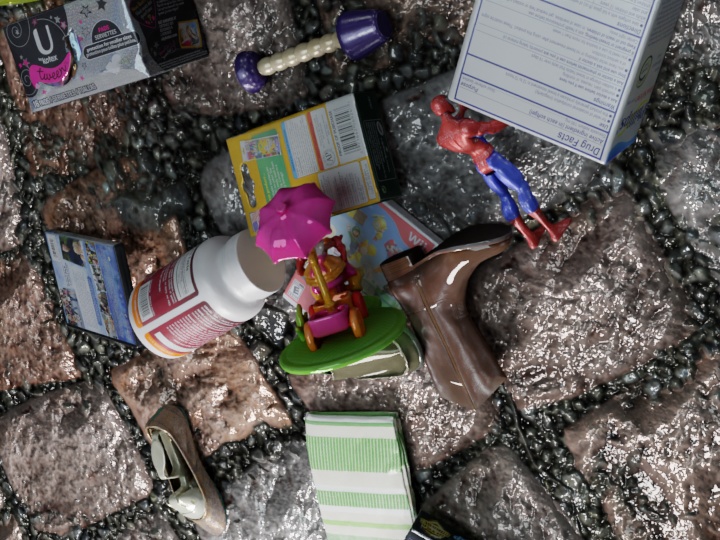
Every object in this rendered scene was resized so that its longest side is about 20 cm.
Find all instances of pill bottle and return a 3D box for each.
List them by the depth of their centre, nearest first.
[{"bbox_3d":[-0.192,0.026,1.588,0.199,0.113,0.114,-28,93,35],"label":"pill bottle"}]

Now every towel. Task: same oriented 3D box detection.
[{"bbox_3d":[0.005,0.276,1.619,0.151,0.023,0.202,-3,107,32],"label":"towel"}]

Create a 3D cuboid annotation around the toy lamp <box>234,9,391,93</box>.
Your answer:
[{"bbox_3d":[-0.053,-0.253,1.441,0.199,0.058,0.059,-13,101,36],"label":"toy lamp"}]

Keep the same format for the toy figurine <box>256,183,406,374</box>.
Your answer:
[{"bbox_3d":[-0.046,-0.011,1.400,0.149,0.200,0.186,-17,106,11],"label":"toy figurine"}]

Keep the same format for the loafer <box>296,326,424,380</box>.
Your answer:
[{"bbox_3d":[-0.010,0.105,1.504,0.199,0.070,0.076,-6,115,43],"label":"loafer"}]

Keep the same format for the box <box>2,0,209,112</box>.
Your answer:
[{"bbox_3d":[-0.312,-0.281,1.534,0.199,0.132,0.116,-11,104,32],"label":"box"}]

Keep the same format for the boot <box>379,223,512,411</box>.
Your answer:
[{"bbox_3d":[0.131,0.057,1.432,0.185,0.064,0.201,-16,103,42],"label":"boot"}]

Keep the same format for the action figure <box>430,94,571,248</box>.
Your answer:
[{"bbox_3d":[0.153,-0.128,1.356,0.200,0.099,0.065,44,146,-19],"label":"action figure"}]

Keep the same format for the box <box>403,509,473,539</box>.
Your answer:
[{"bbox_3d":[0.101,0.420,1.586,0.158,0.046,0.201,29,120,7],"label":"box"}]

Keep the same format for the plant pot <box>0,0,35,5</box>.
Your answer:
[{"bbox_3d":[-0.439,-0.426,1.528,0.198,0.181,0.201,-6,105,33],"label":"plant pot"}]

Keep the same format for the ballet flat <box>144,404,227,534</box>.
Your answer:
[{"bbox_3d":[-0.250,0.287,1.744,0.068,0.067,0.201,-19,98,34],"label":"ballet flat"}]

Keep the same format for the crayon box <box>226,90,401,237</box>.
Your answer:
[{"bbox_3d":[-0.057,-0.122,1.477,0.199,0.051,0.127,-14,91,36],"label":"crayon box"}]

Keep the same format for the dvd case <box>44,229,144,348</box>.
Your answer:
[{"bbox_3d":[-0.362,0.022,1.703,0.199,0.017,0.144,10,116,49],"label":"dvd case"}]

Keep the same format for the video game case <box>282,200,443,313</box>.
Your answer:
[{"bbox_3d":[0.000,0.000,1.523,0.143,0.017,0.201,39,122,13],"label":"video game case"}]

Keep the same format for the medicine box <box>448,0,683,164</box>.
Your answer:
[{"bbox_3d":[0.209,-0.238,1.261,0.181,0.103,0.202,26,119,21],"label":"medicine box"}]
